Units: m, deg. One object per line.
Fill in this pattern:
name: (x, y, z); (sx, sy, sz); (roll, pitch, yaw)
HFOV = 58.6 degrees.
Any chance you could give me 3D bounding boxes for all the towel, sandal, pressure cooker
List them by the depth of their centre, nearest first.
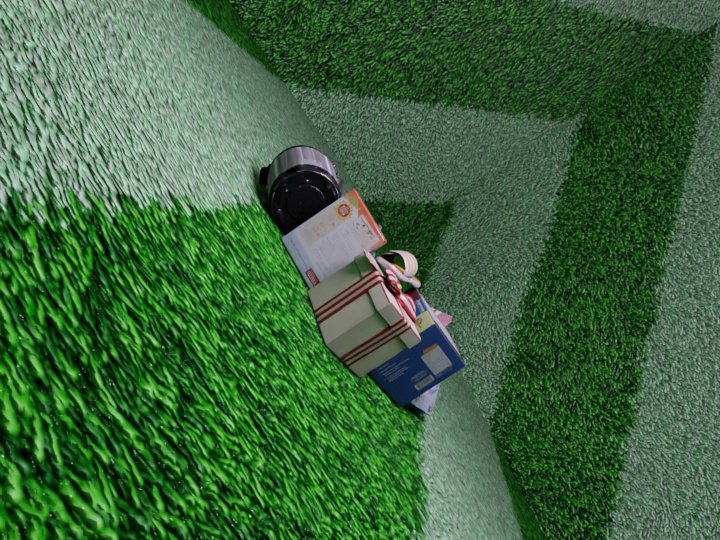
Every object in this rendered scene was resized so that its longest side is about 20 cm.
sandal: (0.097, -0.013, 1.453); (0.079, 0.060, 0.206); (37, 5, 24)
pressure cooker: (-0.134, -0.198, 1.517); (0.177, 0.177, 0.201); (50, 12, -30)
towel: (0.148, 0.111, 1.766); (0.197, 0.023, 0.144); (23, 12, 18)

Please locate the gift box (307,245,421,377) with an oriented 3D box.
gift box: (0.009, 0.075, 1.368); (0.185, 0.185, 0.202); (49, 13, -50)

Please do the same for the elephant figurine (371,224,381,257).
elephant figurine: (0.005, -0.090, 1.935); (0.157, 0.140, 0.200); (61, -16, 6)

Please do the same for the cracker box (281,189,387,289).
cracker box: (-0.058, -0.066, 1.419); (0.136, 0.198, 0.058); (58, 7, 5)

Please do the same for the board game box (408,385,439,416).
board game box: (0.178, 0.276, 1.747); (0.043, 0.203, 0.200); (12, -16, 26)

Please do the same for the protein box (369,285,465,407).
protein box: (0.115, 0.187, 1.560); (0.201, 0.197, 0.136); (51, 9, -41)
